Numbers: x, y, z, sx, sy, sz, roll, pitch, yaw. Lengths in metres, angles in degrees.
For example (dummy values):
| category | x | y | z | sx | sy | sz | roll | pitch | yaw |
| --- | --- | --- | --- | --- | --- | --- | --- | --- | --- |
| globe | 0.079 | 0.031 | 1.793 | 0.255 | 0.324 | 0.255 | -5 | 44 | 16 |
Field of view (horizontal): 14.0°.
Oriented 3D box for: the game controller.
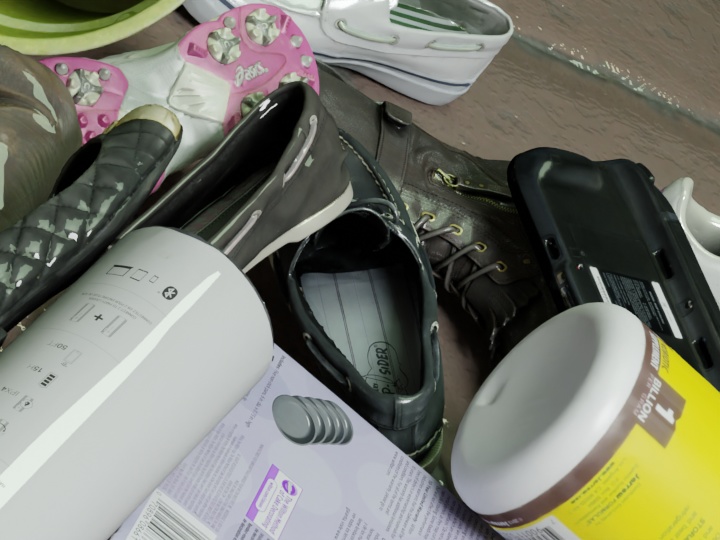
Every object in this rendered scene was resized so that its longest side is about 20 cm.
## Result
| category | x | y | z | sx | sy | sz | roll | pitch | yaw |
| --- | --- | --- | --- | --- | --- | --- | --- | --- | --- |
| game controller | 0.135 | 0.023 | 1.404 | 0.104 | 0.042 | 0.201 | 6 | 48 | -34 |

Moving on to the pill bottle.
| category | x | y | z | sx | sy | sz | roll | pitch | yaw |
| --- | --- | --- | --- | --- | --- | --- | --- | --- | --- |
| pill bottle | 0.142 | 0.113 | 1.277 | 0.200 | 0.109 | 0.109 | 41 | 28 | -20 |

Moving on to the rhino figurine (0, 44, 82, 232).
| category | x | y | z | sx | sy | sz | roll | pitch | yaw |
| --- | --- | --- | --- | --- | --- | --- | --- | --- | --- |
| rhino figurine | -0.170 | -0.016 | 1.200 | 0.087 | 0.060 | 0.201 | 25 | 52 | -15 |

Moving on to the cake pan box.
| category | x | y | z | sx | sy | sz | roll | pitch | yaw |
| --- | --- | --- | --- | --- | --- | --- | --- | --- | --- |
| cake pan box | -0.019 | 0.134 | 1.193 | 0.184 | 0.052 | 0.200 | 38 | 30 | -8 |

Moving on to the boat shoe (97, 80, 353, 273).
| category | x | y | z | sx | sy | sz | roll | pitch | yaw |
| --- | --- | --- | --- | --- | --- | --- | --- | --- | --- |
| boat shoe | -0.076 | -0.016 | 1.272 | 0.200 | 0.067 | 0.057 | -42 | 128 | -41 |

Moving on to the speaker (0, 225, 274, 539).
| category | x | y | z | sx | sy | sz | roll | pitch | yaw |
| --- | --- | --- | --- | --- | --- | --- | --- | --- | --- |
| speaker | -0.118 | 0.068 | 1.092 | 0.081 | 0.081 | 0.200 | 41 | 48 | 2 |

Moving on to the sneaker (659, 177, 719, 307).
| category | x | y | z | sx | sy | sz | roll | pitch | yaw |
| --- | --- | --- | --- | --- | --- | --- | --- | --- | --- |
| sneaker | 0.214 | 0.032 | 1.546 | 0.200 | 0.100 | 0.075 | 37 | 28 | -9 |

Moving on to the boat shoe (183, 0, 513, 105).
| category | x | y | z | sx | sy | sz | roll | pitch | yaw |
| --- | --- | --- | --- | --- | --- | --- | --- | --- | --- |
| boat shoe | -0.006 | -0.147 | 1.554 | 0.199 | 0.067 | 0.074 | 12 | 50 | -40 |

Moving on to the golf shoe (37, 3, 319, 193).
| category | x | y | z | sx | sy | sz | roll | pitch | yaw |
| --- | --- | --- | --- | --- | --- | --- | --- | --- | --- |
| golf shoe | -0.115 | -0.064 | 1.341 | 0.199 | 0.091 | 0.076 | -17 | 90 | -33 |

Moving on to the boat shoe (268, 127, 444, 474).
| category | x | y | z | sx | sy | sz | roll | pitch | yaw |
| --- | --- | --- | --- | --- | --- | --- | --- | --- | --- |
| boat shoe | -0.002 | 0.001 | 1.345 | 0.074 | 0.066 | 0.200 | -4 | 55 | -6 |

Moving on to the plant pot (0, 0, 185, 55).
| category | x | y | z | sx | sy | sz | roll | pitch | yaw |
| --- | --- | --- | --- | --- | --- | --- | --- | --- | --- |
| plant pot | -0.129 | -0.191 | 1.354 | 0.200 | 0.200 | 0.184 | 44 | 3 | 5 |

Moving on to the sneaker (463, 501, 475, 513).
| category | x | y | z | sx | sy | sz | roll | pitch | yaw |
| --- | --- | --- | --- | --- | --- | --- | --- | --- | --- |
| sneaker | 0.125 | 0.104 | 1.379 | 0.093 | 0.070 | 0.200 | 43 | 27 | 16 |

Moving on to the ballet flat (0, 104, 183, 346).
| category | x | y | z | sx | sy | sz | roll | pitch | yaw |
| --- | --- | --- | --- | --- | --- | --- | --- | --- | --- |
| ballet flat | -0.134 | -0.015 | 1.144 | 0.057 | 0.066 | 0.200 | 44 | 47 | 1 |

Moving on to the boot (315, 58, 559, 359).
| category | x | y | z | sx | sy | sz | roll | pitch | yaw |
| --- | --- | --- | --- | --- | --- | --- | --- | --- | --- |
| boot | 0.029 | -0.015 | 1.447 | 0.173 | 0.069 | 0.200 | 23 | 33 | -16 |
